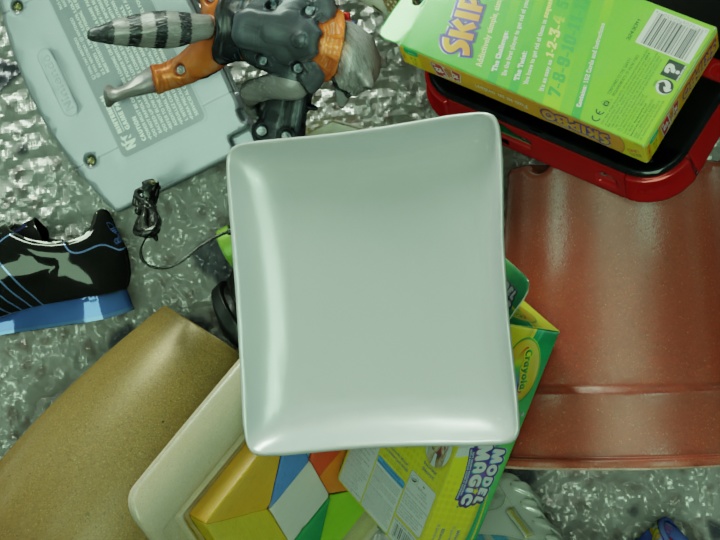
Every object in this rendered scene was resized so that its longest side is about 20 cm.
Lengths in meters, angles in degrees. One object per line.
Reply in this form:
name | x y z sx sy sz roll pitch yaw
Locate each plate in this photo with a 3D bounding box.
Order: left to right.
plate | 0.010 0.011 1.452 0.198 0.032 0.202 -5 88 30

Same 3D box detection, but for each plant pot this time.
plant pot | -0.149 0.132 1.588 0.185 0.186 0.201 31 87 1
plant pot | 0.173 0.028 1.534 0.199 0.201 0.197 -1 89 6

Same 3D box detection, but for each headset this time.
headset | -0.059 -0.006 1.562 0.198 0.094 0.124 18 116 -19

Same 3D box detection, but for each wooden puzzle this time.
wooden puzzle | -0.051 0.150 1.548 0.037 0.201 0.185 22 63 40

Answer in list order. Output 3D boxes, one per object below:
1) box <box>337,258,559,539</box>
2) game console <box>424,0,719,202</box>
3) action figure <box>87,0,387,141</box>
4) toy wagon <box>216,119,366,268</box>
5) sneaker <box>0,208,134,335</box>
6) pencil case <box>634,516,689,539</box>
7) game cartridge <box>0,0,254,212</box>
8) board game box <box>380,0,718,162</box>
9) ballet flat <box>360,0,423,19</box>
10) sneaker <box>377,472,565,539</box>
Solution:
box | 0.058 0.076 1.499 0.048 0.117 0.202 7 112 -32
game console | 0.155 -0.145 1.491 0.199 0.031 0.178 25 70 25
action figure | -0.079 -0.131 1.545 0.191 0.105 0.202 4 96 6
toy wagon | 0.000 0.000 1.615 0.154 0.040 0.201 -28 94 8
sneaker | -0.259 0.008 1.630 0.198 0.070 0.079 -10 92 0
pencil case | 0.156 0.256 1.607 0.199 0.087 0.078 -37 92 8
game cartridge | -0.169 -0.151 1.615 0.132 0.042 0.201 -24 94 12
board game box | 0.117 -0.146 1.468 0.199 0.030 0.096 26 71 22
ballet flat | 0.017 -0.222 1.583 0.065 0.070 0.201 -24 92 35
sneaker | 0.106 0.186 1.575 0.199 0.077 0.081 25 78 32
